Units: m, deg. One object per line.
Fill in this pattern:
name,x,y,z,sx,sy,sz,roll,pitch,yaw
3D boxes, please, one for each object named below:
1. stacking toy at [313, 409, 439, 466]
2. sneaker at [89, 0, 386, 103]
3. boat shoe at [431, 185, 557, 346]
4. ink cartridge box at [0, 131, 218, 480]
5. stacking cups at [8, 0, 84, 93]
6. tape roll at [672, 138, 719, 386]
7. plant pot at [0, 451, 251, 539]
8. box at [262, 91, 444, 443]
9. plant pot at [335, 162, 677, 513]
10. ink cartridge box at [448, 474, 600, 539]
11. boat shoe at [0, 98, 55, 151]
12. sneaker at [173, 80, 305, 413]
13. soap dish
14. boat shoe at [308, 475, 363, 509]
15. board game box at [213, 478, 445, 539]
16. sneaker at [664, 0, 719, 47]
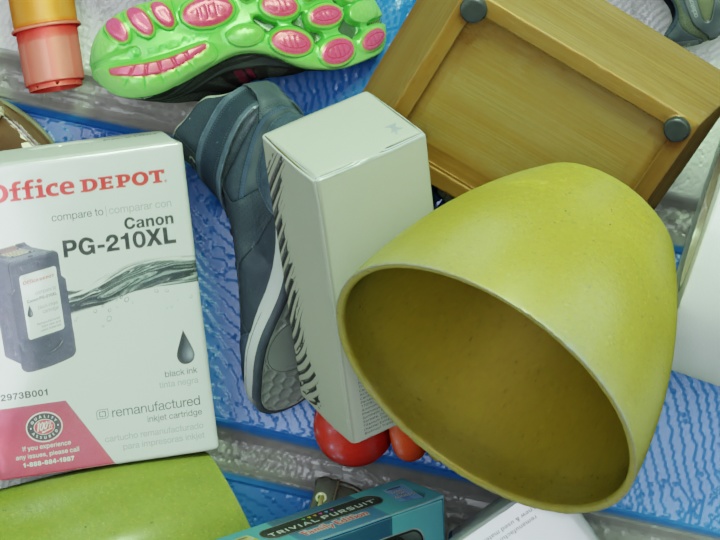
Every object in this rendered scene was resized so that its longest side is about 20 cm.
stacking toy,0.067,0.090,1.557,0.199,0.085,0.086,-5,88,9
sneaker,-0.081,-0.153,1.575,0.199,0.084,0.077,-8,87,-14
boat shoe,0.066,-0.007,1.556,0.200,0.072,0.072,36,97,23
ink cartridge box,-0.176,0.020,1.542,0.144,0.084,0.201,-8,97,-11
stacking cups,-0.213,-0.219,1.593,0.060,0.061,0.201,-12,89,4
tape roll,0.243,-0.027,1.484,0.070,0.202,0.204,17,90,5
plant pot,-0.166,0.201,1.533,0.199,0.187,0.188,-26,87,-12
box,0.000,0.000,1.473,0.082,0.068,0.201,-23,128,-23
plant pot,0.107,0.022,1.408,0.200,0.200,0.142,36,60,4
ink cartridge box,0.140,0.230,1.510,0.086,0.146,0.201,-35,87,1
boat shoe,-0.276,-0.099,1.586,0.200,0.072,0.076,36,91,4
sneaker,-0.065,-0.023,1.564,0.077,0.146,0.203,-9,123,-35
soap dish,0.110,-0.098,1.499,0.199,0.081,0.158,30,119,-6
boat shoe,-0.042,0.232,1.563,0.060,0.072,0.203,25,84,6
board game box,-0.015,0.247,1.503,0.150,0.047,0.201,-14,109,-35
sneaker,0.185,-0.232,1.559,0.081,0.074,0.201,-31,85,6
